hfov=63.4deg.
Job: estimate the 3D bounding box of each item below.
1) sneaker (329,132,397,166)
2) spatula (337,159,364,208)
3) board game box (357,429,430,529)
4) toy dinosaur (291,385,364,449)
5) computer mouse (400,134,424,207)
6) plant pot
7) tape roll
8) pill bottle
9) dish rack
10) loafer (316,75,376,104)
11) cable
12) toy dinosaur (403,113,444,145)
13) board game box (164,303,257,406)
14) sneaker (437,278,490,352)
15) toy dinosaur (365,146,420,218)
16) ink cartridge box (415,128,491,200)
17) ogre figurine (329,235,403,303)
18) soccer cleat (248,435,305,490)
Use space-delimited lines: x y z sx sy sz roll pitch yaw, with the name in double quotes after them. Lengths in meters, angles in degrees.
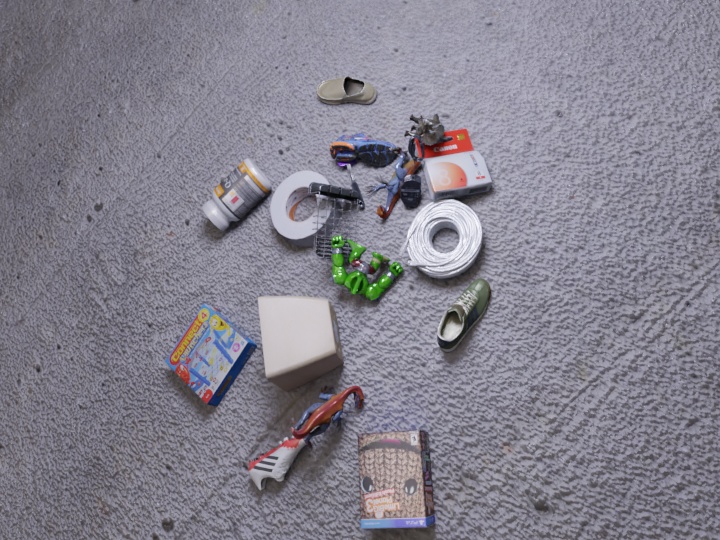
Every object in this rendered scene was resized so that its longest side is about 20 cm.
0.012 -0.352 1.641 0.193 0.077 0.080 10 51 11 "sneaker"
-0.023 -0.264 1.653 0.055 0.021 0.205 -17 71 -5 "spatula"
0.081 0.480 1.345 0.154 0.097 0.207 -9 70 17 "board game box"
-0.068 0.347 1.407 0.179 0.200 0.106 -36 91 -4 "toy dinosaur"
0.136 -0.259 1.521 0.057 0.205 0.034 5 36 1 "computer mouse"
-0.142 0.174 1.481 0.171 0.201 0.206 -11 69 3 "plant pot"
-0.157 -0.176 1.652 0.194 0.066 0.207 -6 71 18 "tape roll"
-0.364 -0.221 1.714 0.199 0.116 0.117 -42 65 3 "pill bottle"
-0.071 -0.128 1.561 0.054 0.150 0.208 1 87 52 "dish rack"
-0.048 -0.539 1.721 0.194 0.068 0.078 7 76 22 "loafer"
0.215 -0.078 1.485 0.195 0.069 0.205 19 79 24 "cable"
0.179 -0.367 1.531 0.101 0.199 0.079 30 113 16 "toy dinosaur"
-0.419 0.233 1.627 0.193 0.056 0.203 33 87 25 "board game box"
0.248 0.102 1.404 0.066 0.090 0.203 32 86 26 "sneaker"
0.099 -0.234 1.568 0.193 0.105 0.188 1 92 9 "toy dinosaur"
0.239 -0.290 1.519 0.157 0.050 0.206 -10 69 -8 "ink cartridge box"
0.000 0.000 1.516 0.123 0.196 0.098 -65 24 2 "ogre figurine"
-0.196 0.479 1.469 0.197 0.068 0.087 -32 74 11 "soccer cleat"
